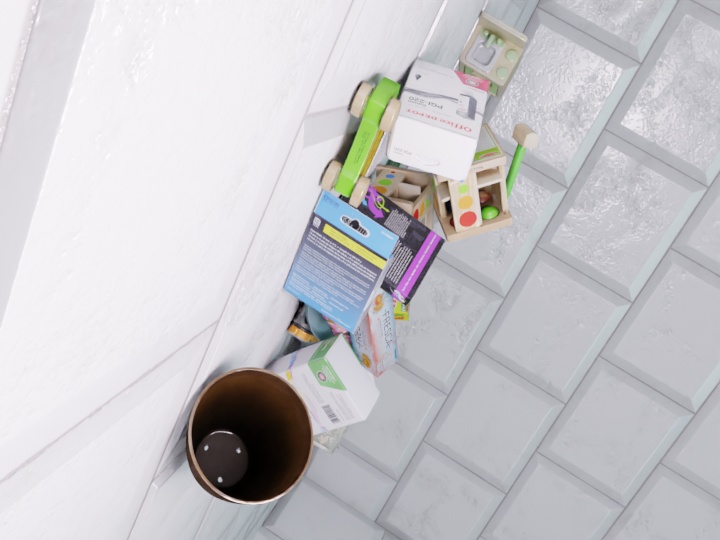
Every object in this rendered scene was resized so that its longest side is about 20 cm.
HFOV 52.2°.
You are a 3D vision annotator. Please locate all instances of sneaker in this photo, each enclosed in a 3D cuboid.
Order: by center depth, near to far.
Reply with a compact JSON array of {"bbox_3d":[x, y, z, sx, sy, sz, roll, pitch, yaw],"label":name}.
[{"bbox_3d":[-0.074,0.098,1.514,0.199,0.077,0.079,-4,114,-68],"label":"sneaker"}]

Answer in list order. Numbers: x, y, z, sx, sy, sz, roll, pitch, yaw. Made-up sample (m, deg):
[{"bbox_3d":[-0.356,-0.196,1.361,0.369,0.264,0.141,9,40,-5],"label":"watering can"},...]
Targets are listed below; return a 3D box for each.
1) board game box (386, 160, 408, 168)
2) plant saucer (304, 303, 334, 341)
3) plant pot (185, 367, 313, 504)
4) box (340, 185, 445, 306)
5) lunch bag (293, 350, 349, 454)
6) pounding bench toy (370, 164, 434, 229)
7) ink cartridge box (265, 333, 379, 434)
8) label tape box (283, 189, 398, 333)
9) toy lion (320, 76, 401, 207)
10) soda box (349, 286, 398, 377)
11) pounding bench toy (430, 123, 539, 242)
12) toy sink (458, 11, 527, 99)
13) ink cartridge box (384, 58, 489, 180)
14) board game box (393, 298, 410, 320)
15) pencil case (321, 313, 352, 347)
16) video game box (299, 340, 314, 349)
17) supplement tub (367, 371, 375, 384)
[{"bbox_3d":[0.067,-0.202,1.624,0.203,0.029,0.134,-62,172,6],"label":"board game box"},{"bbox_3d":[-0.051,0.039,1.435,0.199,0.027,0.206,-30,127,-50],"label":"plant saucer"},{"bbox_3d":[-0.189,0.267,1.115,0.188,0.186,0.200,-55,-173,-33],"label":"plant pot"},{"bbox_3d":[0.035,-0.053,1.272,0.144,0.198,0.036,-55,-178,-31],"label":"box"},{"bbox_3d":[-0.104,0.306,1.698,0.167,0.197,0.118,-60,173,-6],"label":"lunch bag"},{"bbox_3d":[0.061,-0.075,1.438,0.156,0.121,0.205,-51,148,-50],"label":"pounding bench toy"},{"bbox_3d":[-0.085,0.225,1.401,0.197,0.147,0.084,-23,-164,35],"label":"ink cartridge box"},{"bbox_3d":[-0.025,-0.021,1.181,0.066,0.141,0.203,-46,164,-57],"label":"label tape box"},{"bbox_3d":[0.013,-0.201,1.121,0.193,0.067,0.203,-63,178,-58],"label":"toy lion"},{"bbox_3d":[0.020,0.095,1.332,0.063,0.068,0.204,-35,137,-29],"label":"soda box"},{"bbox_3d":[0.228,-0.161,1.324,0.126,0.195,0.159,-104,178,-53],"label":"pounding bench toy"},{"bbox_3d":[0.317,-0.516,1.794,0.114,0.128,0.200,-59,174,0],"label":"toy sink"},{"bbox_3d":[0.131,-0.255,1.230,0.086,0.142,0.203,104,4,-45],"label":"ink cartridge box"},{"bbox_3d":[0.060,0.000,1.563,0.048,0.099,0.205,72,23,-66],"label":"board game box"},{"bbox_3d":[-0.037,0.057,1.364,0.085,0.083,0.202,-33,137,-10],"label":"pencil case"},{"bbox_3d":[-0.043,0.156,1.691,0.177,0.048,0.200,-15,171,-1],"label":"video game box"},{"bbox_3d":[-0.075,0.247,1.582,0.195,0.135,0.133,-17,160,-13],"label":"supplement tub"}]
